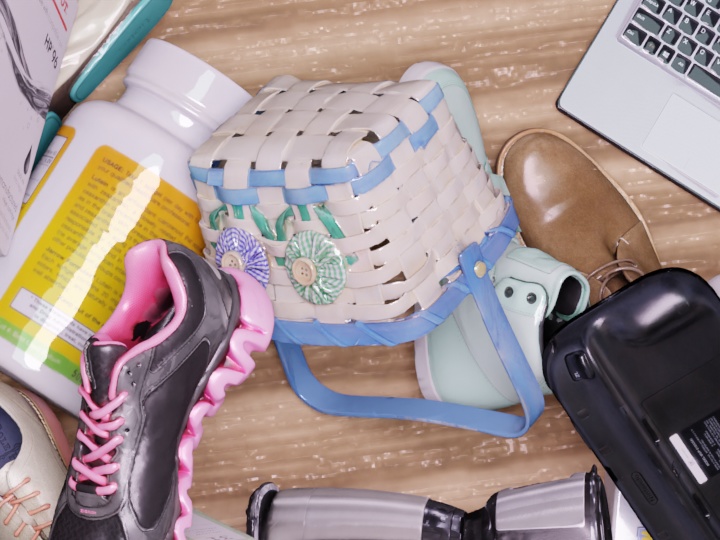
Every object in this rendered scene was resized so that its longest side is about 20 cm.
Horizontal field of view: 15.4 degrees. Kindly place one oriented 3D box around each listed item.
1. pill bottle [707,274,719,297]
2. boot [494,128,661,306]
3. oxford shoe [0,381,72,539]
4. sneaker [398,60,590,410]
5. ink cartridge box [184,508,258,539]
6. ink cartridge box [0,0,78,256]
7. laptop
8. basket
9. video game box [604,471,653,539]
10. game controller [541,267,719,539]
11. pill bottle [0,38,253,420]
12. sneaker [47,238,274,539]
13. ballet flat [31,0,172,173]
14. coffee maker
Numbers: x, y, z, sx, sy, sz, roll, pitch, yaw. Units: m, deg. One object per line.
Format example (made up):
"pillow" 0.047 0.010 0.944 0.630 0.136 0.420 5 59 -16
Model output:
"pill bottle" 0.303 0.021 1.516 0.199 0.110 0.110 -21 86 -6
"boot" 0.146 0.003 1.524 0.073 0.075 0.201 -31 87 -5
"oxford shoe" -0.170 0.137 1.402 0.071 0.074 0.200 -43 59 6
"sneaker" 0.081 -0.023 1.492 0.073 0.118 0.202 -9 92 -44
"ink cartridge box" -0.066 0.212 1.379 0.048 0.200 0.147 -2 98 -28
"ink cartridge box" -0.208 -0.124 1.430 0.067 0.116 0.201 7 67 12
"laptop" 0.246 -0.137 1.524 0.187 0.116 0.201 32 83 0
"basket" 0.000 0.000 1.439 0.139 0.176 0.201 -49 126 -36
"video game box" 0.224 0.204 1.525 0.181 0.047 0.202 6 84 -2
"game controller" 0.185 0.094 1.456 0.104 0.042 0.201 -34 110 3
"pill bottle" -0.137 -0.023 1.483 0.111 0.111 0.201 32 83 -1
"sneaker" -0.119 0.074 1.335 0.079 0.095 0.201 9 69 34
"ballet flat" -0.186 -0.104 1.514 0.069 0.069 0.200 38 77 0
"coffee maker" 0.043 0.207 1.459 0.198 0.135 0.194 -2 102 10
